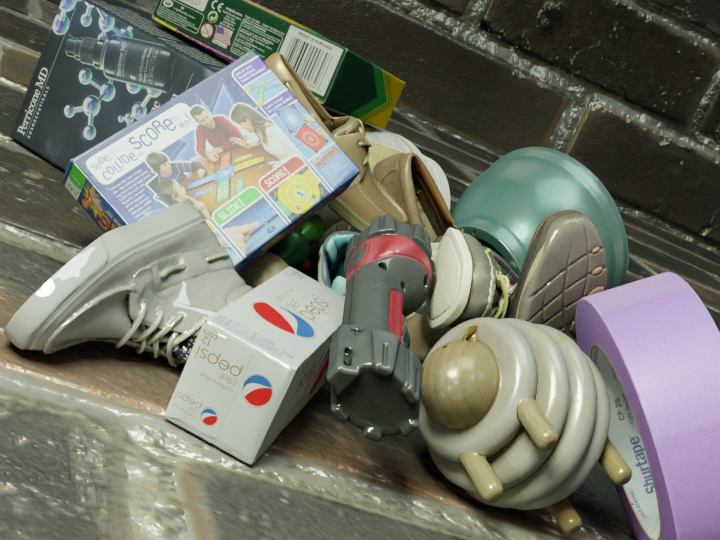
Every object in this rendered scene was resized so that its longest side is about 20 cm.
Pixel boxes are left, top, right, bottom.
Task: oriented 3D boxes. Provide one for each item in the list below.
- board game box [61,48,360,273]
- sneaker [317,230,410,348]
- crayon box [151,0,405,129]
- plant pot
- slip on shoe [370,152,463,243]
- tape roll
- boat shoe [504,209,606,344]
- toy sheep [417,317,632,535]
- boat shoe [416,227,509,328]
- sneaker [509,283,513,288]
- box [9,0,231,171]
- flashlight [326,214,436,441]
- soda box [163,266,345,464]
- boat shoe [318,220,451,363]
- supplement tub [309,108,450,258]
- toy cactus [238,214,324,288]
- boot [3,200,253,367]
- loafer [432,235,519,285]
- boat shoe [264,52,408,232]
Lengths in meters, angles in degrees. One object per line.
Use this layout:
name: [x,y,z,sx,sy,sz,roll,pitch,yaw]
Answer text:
board game box: [-0.109,-0.073,0.925,0.136,0.034,0.199,48,53,4]
sneaker: [0.000,0.000,0.983,0.076,0.087,0.201,-17,24,0]
crayon box: [-0.074,-0.212,1.165,0.198,0.059,0.172,29,9,18]
plant pot: [0.163,-0.014,1.274,0.199,0.203,0.133,33,41,30]
slip on shoe: [0.073,-0.017,1.137,0.076,0.060,0.202,-26,90,-49]
tape roll: [0.207,0.107,0.816,0.065,0.203,0.200,-16,16,0]
boat shoe: [0.130,0.040,0.915,0.073,0.203,0.073,-7,33,-25]
toy sheep: [0.109,0.101,0.815,0.199,0.139,0.138,34,4,-42]
boat shoe: [0.079,0.012,0.897,0.059,0.073,0.202,14,-1,-4]
sneaker: [0.145,0.092,1.039,0.200,0.087,0.074,45,1,-41]
box: [-0.199,-0.145,1.121,0.198,0.150,0.107,30,13,19]
flashlight: [0.018,0.035,0.782,0.066,0.069,0.201,-6,28,5]
soda box: [-0.057,0.055,0.789,0.063,0.069,0.200,27,13,6]
boat shoe: [0.031,0.026,1.082,0.200,0.072,0.065,44,-12,44]
supplement tub: [-0.017,-0.080,1.230,0.198,0.146,0.144,14,17,-43]
toy cactus: [-0.100,-0.013,0.980,0.199,0.102,0.166,15,35,-49]
boot: [-0.131,0.025,0.764,0.096,0.074,0.200,47,31,2]
loafer: [0.125,0.036,1.083,0.063,0.072,0.200,42,-7,49]
boat shoe: [-0.021,-0.102,1.046,0.200,0.064,0.072,42,15,-23]
